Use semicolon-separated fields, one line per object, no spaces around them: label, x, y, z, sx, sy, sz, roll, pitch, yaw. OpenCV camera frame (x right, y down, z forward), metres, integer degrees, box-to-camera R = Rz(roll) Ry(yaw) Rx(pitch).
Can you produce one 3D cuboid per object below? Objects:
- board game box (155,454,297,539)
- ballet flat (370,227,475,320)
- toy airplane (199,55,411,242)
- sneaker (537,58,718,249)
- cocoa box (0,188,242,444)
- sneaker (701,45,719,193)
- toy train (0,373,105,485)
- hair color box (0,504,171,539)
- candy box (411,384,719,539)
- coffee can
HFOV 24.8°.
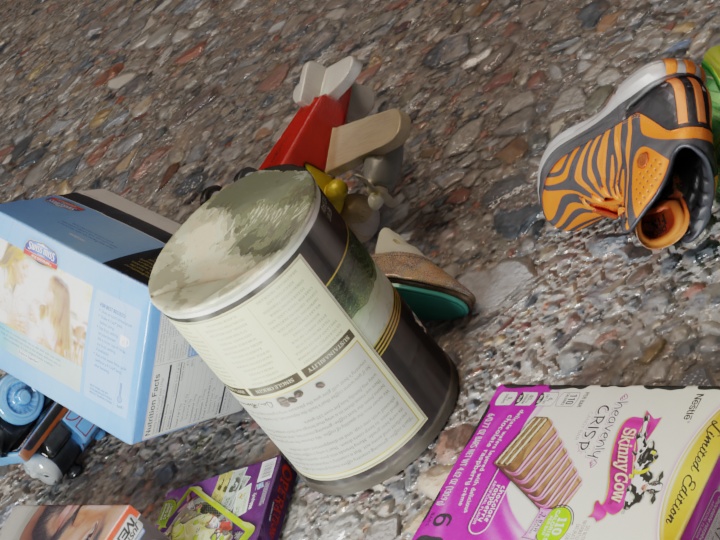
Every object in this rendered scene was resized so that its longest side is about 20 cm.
board game box;-0.120;0.231;1.203;0.119;0.032;0.201;-17;35;28
ballet flat;0.000;0.000;1.310;0.198;0.068;0.068;0;63;22
toy airplane;-0.033;-0.087;1.444;0.199;0.141;0.200;-43;18;12
sneaker;0.189;-0.056;1.185;0.200;0.077;0.113;125;147;-56
cocoa box;-0.196;0.031;1.308;0.199;0.135;0.131;24;23;34
sneaker;0.276;-0.078;1.173;0.084;0.074;0.201;-56;23;33
toy train;-0.259;0.099;1.458;0.086;0.114;0.201;-18;32;53
hair color box;-0.231;0.240;1.248;0.199;0.064;0.111;-11;41;52
candy box;0.143;0.138;1.004;0.199;0.061;0.137;-4;43;45
coffee can;-0.039;0.045;1.198;0.146;0.200;0.147;-27;31;18
